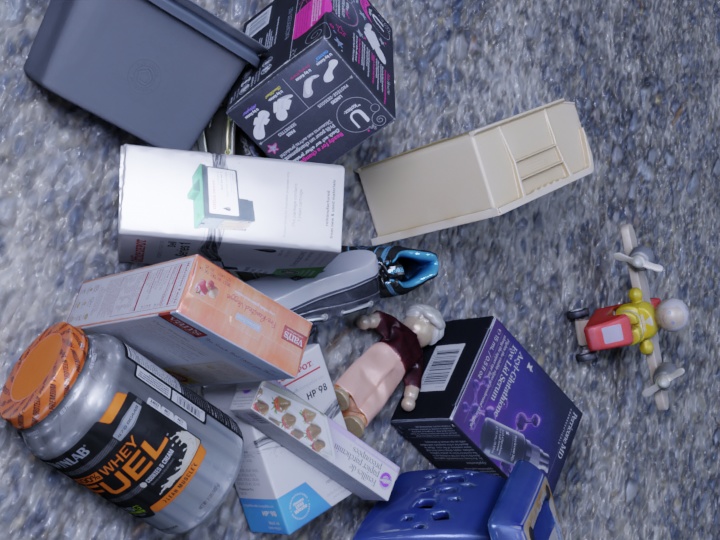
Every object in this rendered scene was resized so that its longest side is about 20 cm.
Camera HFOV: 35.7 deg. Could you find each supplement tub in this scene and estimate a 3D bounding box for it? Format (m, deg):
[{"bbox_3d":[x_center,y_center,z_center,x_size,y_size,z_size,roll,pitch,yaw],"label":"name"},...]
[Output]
[{"bbox_3d":[-0.211,0.139,0.993,0.200,0.122,0.123,40,59,-30],"label":"supplement tub"}]

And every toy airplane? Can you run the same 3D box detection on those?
[{"bbox_3d":[0.395,0.066,1.540,0.200,0.141,0.200,41,58,-30],"label":"toy airplane"}]

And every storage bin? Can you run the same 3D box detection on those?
[{"bbox_3d":[0.132,-0.115,1.291,0.198,0.199,0.094,-23,97,-41],"label":"storage bin"},{"bbox_3d":[-0.214,-0.204,1.048,0.199,0.145,0.135,28,93,-36],"label":"storage bin"}]

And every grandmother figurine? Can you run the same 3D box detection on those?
[{"bbox_3d":[0.031,0.100,1.264,0.200,0.060,0.122,-41,117,-41],"label":"grandmother figurine"}]

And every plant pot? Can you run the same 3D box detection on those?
[{"bbox_3d":[0.123,0.321,1.184,0.200,0.178,0.202,-33,107,-68],"label":"plant pot"}]

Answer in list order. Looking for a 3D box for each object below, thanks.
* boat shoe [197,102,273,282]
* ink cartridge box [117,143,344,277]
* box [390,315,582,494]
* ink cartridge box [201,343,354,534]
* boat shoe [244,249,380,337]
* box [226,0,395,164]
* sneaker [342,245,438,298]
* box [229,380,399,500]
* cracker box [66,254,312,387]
[{"bbox_3d":[-0.115,-0.074,1.153,0.072,0.060,0.203,-18,95,-42],"label":"boat shoe"},{"bbox_3d":[-0.125,-0.051,1.035,0.198,0.146,0.085,4,79,-11],"label":"ink cartridge box"},{"bbox_3d":[0.153,0.175,1.329,0.200,0.104,0.149,44,56,-28],"label":"box"},{"bbox_3d":[-0.084,0.152,1.142,0.115,0.066,0.202,-25,100,-41],"label":"ink cartridge box"},{"bbox_3d":[-0.069,0.039,1.136,0.199,0.072,0.068,-20,114,-25],"label":"boat shoe"},{"bbox_3d":[-0.046,-0.204,1.139,0.115,0.132,0.201,45,25,-27],"label":"box"},{"bbox_3d":[0.000,0.000,1.232,0.199,0.082,0.074,-12,91,-42],"label":"sneaker"},{"bbox_3d":[-0.043,0.167,1.105,0.200,0.041,0.039,39,60,-31],"label":"box"},{"bbox_3d":[-0.157,0.051,1.001,0.134,0.199,0.058,34,63,-34],"label":"cracker box"}]
